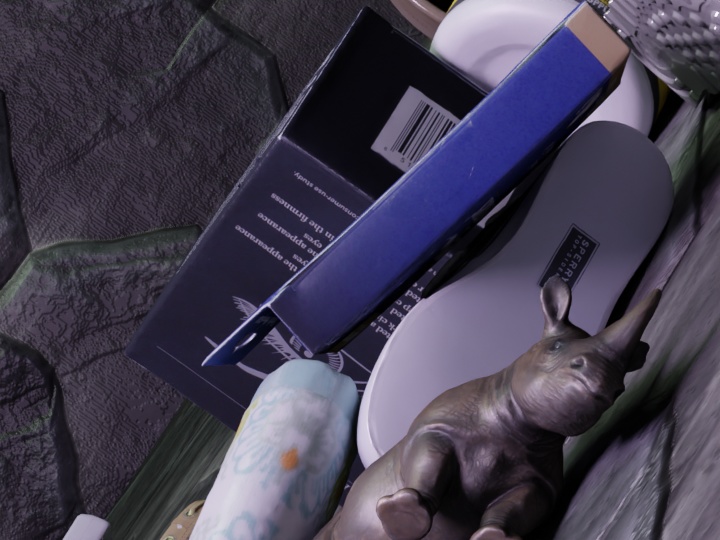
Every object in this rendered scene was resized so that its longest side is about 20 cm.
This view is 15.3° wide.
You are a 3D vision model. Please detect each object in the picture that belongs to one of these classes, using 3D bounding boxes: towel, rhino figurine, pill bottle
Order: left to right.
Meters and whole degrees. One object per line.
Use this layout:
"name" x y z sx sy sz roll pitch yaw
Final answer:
"towel" -0.053 0.150 1.035 0.200 0.048 0.172 103 -173 -57
"rhino figurine" 0.038 0.073 0.922 0.200 0.060 0.087 -50 4 28
"pill bottle" 0.115 -0.139 1.309 0.112 0.112 0.200 -50 7 46

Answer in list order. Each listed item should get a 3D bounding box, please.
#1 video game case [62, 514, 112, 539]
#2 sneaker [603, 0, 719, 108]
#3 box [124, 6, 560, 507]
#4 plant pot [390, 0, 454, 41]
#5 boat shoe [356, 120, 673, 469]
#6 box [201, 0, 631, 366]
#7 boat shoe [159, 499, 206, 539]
"video game case" -0.173 0.260 1.419 0.182 0.023 0.201 -60 -21 -46
"sneaker" 0.151 -0.120 1.097 0.081 0.076 0.200 -45 6 0
"box" 0.000 0.000 1.276 0.200 0.148 0.104 -49 7 48
"plant pot" 0.097 -0.184 1.529 0.200 0.200 0.174 -56 -12 -16
"boat shoe" 0.053 0.022 1.055 0.200 0.072 0.068 -55 6 -36
"box" 0.025 -0.021 1.058 0.200 0.032 0.121 -42 -3 2
"boat shoe" -0.115 0.206 1.361 0.200 0.063 0.073 -49 -39 -21
